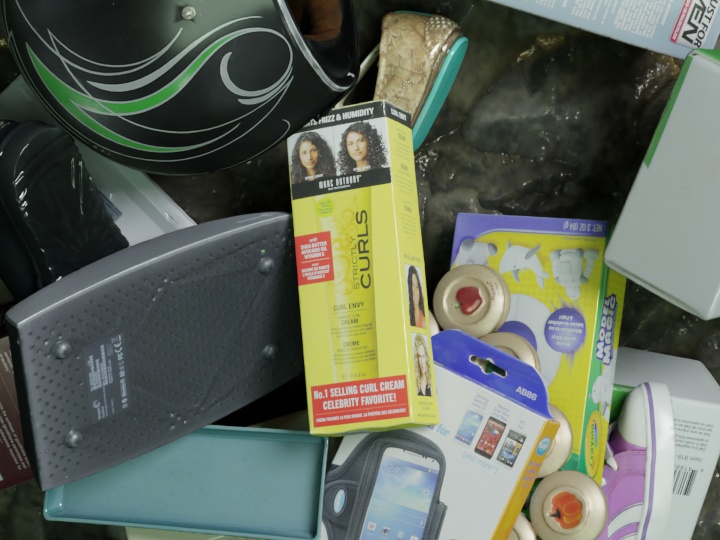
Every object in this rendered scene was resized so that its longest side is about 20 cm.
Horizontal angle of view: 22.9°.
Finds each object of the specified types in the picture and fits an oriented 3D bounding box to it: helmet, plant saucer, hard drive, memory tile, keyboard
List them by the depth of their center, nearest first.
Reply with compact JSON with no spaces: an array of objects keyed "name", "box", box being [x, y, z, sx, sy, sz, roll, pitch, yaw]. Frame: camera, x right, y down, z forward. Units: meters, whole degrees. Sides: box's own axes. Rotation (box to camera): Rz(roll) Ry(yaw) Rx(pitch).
[{"name":"helmet","box":[-0.115,-0.154,1.061,0.190,0.200,0.201,-15,115,18]},{"name":"hard drive","box":[-0.126,0.043,1.105,0.199,0.042,0.136,-23,127,-31]},{"name":"memory tile","box":[0.058,0.110,1.147,0.153,0.017,0.201,-29,73,14]},{"name":"plant saucer","box":[-0.113,0.134,1.150,0.199,0.019,0.070,2,81,20]},{"name":"keyboard","box":[-0.161,-0.045,1.154,0.056,0.011,0.200,-45,92,-4]}]

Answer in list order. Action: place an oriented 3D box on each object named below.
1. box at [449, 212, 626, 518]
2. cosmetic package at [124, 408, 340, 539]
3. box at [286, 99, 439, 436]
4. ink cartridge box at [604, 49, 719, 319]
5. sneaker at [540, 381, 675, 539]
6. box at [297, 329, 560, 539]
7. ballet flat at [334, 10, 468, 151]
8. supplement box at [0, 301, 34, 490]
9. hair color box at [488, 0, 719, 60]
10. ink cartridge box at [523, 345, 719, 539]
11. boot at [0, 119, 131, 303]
[{"name":"box","box":[0.108,0.066,1.178,0.117,0.048,0.201,4,85,31]},{"name":"cosmetic package","box":[-0.061,0.149,1.229,0.199,0.105,0.071,-16,72,0]},{"name":"box","box":[0.000,0.000,1.107,0.075,0.050,0.201,-7,82,22]},{"name":"ink cartridge box","box":[0.259,-0.059,1.131,0.083,0.200,0.147,32,114,30]},{"name":"sneaker","box":[0.143,0.164,1.194,0.114,0.073,0.202,11,106,-3]},{"name":"box","box":[0.040,0.139,1.119,0.119,0.041,0.201,25,93,22]},{"name":"ballet flat","box":[0.008,-0.082,1.179,0.065,0.070,0.201,27,106,13]},{"name":"supplement box","box":[-0.192,0.067,1.210,0.199,0.061,0.109,-19,113,2]},{"name":"hair color box","box":[0.125,-0.194,1.117,0.199,0.099,0.061,15,110,-13]},{"name":"ink cartridge box","box":[0.163,0.158,1.276,0.146,0.083,0.201,11,110,-11]},{"name":"boot","box":[-0.231,-0.027,1.129,0.076,0.168,0.201,-45,135,-31]}]
